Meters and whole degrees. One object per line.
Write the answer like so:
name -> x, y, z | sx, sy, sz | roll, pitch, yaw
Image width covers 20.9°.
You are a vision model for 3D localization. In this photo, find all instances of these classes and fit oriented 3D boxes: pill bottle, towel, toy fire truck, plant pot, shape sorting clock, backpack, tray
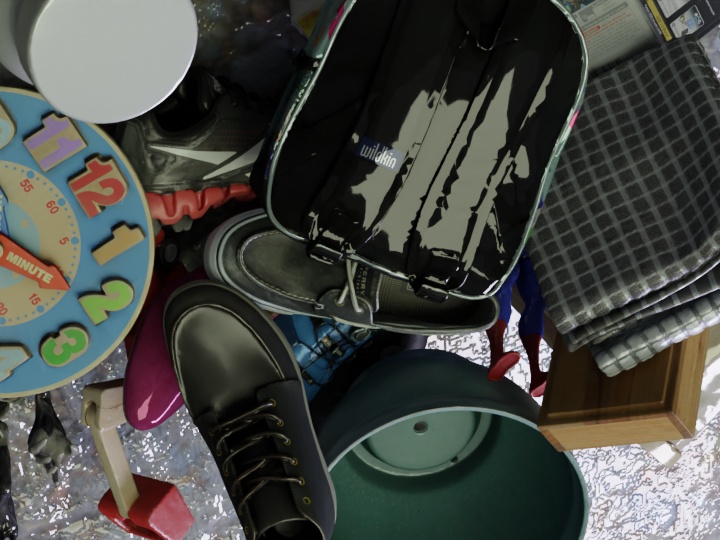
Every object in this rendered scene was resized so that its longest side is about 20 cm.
pill bottle -> -0.168, -0.169, 1.095 | 0.116, 0.200, 0.117 | -14, 127, -19
towel -> 0.181, -0.048, 1.269 | 0.165, 0.200, 0.086 | -27, 135, 12
toy fire truck -> -0.149, 0.077, 1.329 | 0.141, 0.049, 0.200 | -56, 139, -30
plant pot -> 0.050, 0.139, 1.385 | 0.200, 0.134, 0.201 | -4, 123, -6
shape sorting clock -> -0.229, -0.016, 1.224 | 0.199, 0.039, 0.201 | -1, 100, -5
backpack -> 0.041, -0.103, 1.202 | 0.177, 0.151, 0.200 | 20, 106, -13
tray -> 0.184, 0.022, 1.302 | 0.098, 0.200, 0.037 | -10, 141, 34

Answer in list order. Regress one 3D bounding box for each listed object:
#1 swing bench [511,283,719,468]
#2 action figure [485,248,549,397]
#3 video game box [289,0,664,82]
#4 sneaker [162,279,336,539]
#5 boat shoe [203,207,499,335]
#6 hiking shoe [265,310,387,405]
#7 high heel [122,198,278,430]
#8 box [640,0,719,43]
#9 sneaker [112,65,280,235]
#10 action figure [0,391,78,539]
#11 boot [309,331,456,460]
swing bench -> 0.219, -0.003, 1.420 | 0.199, 0.200, 0.130 | -46, 131, 6
action figure -> 0.112, -0.010, 1.370 | 0.065, 0.200, 0.052 | 18, 137, -25
video game box -> 0.080, -0.165, 1.303 | 0.200, 0.047, 0.182 | -27, 135, 13
sneaker -> -0.064, 0.104, 1.225 | 0.075, 0.106, 0.200 | -25, 107, 4
boat shoe -> 0.000, 0.000, 1.266 | 0.199, 0.071, 0.072 | 8, 93, -21
hiking shoe -> -0.016, 0.026, 1.341 | 0.074, 0.087, 0.200 | 40, 72, -40
high heel -> -0.077, 0.029, 1.292 | 0.200, 0.096, 0.067 | -55, 138, -31
box -> 0.197, -0.240, 1.347 | 0.161, 0.049, 0.200 | -37, 131, 2
sneaker -> -0.077, -0.090, 1.284 | 0.200, 0.071, 0.098 | -14, 119, -28
action figure -> -0.249, 0.107, 1.307 | 0.118, 0.102, 0.201 | 3, 122, -21
boot -> 0.034, 0.094, 1.483 | 0.164, 0.066, 0.201 | -10, 121, -25
